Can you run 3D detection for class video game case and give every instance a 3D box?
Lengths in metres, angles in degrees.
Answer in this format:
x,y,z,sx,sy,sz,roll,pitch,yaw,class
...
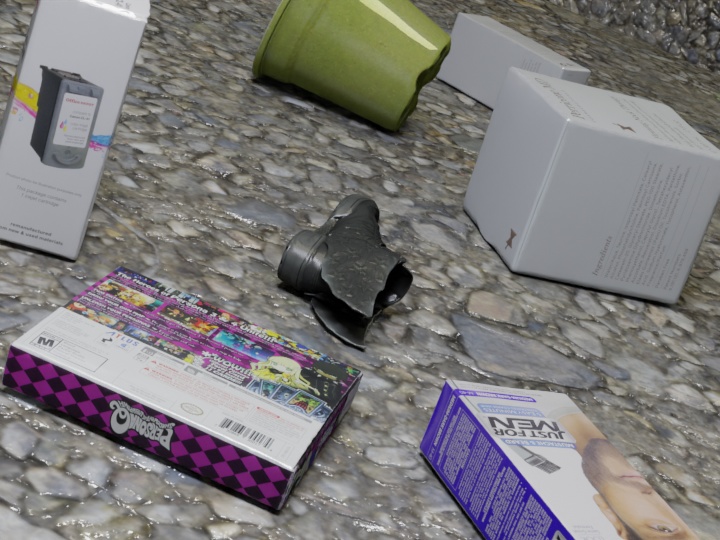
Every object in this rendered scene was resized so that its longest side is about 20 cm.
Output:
x,y,z,sx,sy,sz,roll,pitch,yaw,class
-0.112,0.071,1.024,0.198,0.036,0.181,23,21,6,video game case

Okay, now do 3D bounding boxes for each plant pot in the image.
x,y,z,sx,sy,sz,roll,pitch,yaw,class
0.001,-0.268,1.806,0.183,0.201,0.200,33,21,3,plant pot

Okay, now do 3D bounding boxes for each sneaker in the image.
x,y,z,sx,sy,sz,roll,pitch,yaw,class
0.001,-0.003,1.293,0.103,0.061,0.200,25,26,15,sneaker

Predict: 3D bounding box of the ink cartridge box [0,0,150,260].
x,y,z,sx,sy,sz,roll,pitch,yaw,class
-0.231,-0.133,1.193,0.085,0.202,0.148,14,20,-14,ink cartridge box

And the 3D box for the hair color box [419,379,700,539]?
x,y,z,sx,sy,sz,roll,pitch,yaw,class
0.132,0.152,1.012,0.108,0.065,0.200,9,25,-29,hair color box

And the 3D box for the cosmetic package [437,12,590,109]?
x,y,z,sx,sy,sz,roll,pitch,yaw,class
0.208,-0.271,2.104,0.074,0.103,0.199,-3,32,-48,cosmetic package

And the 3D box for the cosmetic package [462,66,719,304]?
x,y,z,sx,sy,sz,roll,pitch,yaw,class
0.239,-0.087,1.570,0.198,0.168,0.168,11,22,-21,cosmetic package
